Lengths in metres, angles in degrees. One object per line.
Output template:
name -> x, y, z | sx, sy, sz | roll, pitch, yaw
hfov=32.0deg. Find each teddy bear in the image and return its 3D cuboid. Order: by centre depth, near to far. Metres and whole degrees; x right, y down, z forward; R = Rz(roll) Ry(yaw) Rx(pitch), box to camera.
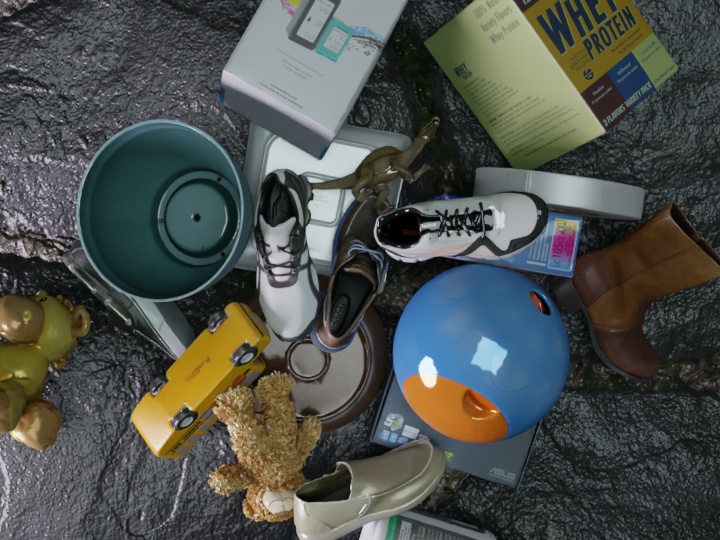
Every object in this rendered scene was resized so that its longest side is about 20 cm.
teddy bear -> -0.108, 0.214, 1.477 | 0.144, 0.067, 0.202 | -6, 109, -34

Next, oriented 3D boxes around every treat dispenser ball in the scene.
treat dispenser ball -> 0.136, 0.093, 1.416 | 0.199, 0.201, 0.203 | 0, 92, -6

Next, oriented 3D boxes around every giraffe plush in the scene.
giraffe plush -> -0.384, 0.098, 1.432 | 0.172, 0.200, 0.163 | 24, 84, 18

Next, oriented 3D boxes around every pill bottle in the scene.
pill bottle -> 0.099, 0.356, 1.515 | 0.198, 0.113, 0.114 | 18, 90, -5

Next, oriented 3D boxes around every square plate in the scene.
square plate -> -0.050, -0.086, 1.527 | 0.198, 0.028, 0.200 | 10, 91, -6

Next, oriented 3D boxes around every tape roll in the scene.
tape roll -> 0.231, -0.089, 1.468 | 0.201, 0.203, 0.037 | 8, 92, -6

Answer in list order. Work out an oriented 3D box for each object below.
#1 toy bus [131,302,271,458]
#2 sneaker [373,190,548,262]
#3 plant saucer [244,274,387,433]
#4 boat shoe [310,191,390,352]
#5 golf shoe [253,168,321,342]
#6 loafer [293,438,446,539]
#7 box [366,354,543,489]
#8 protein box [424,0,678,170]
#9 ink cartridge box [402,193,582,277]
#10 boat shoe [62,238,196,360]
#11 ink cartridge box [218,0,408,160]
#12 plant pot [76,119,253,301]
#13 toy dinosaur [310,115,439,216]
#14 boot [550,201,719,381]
toy bus -> -0.180, 0.130, 1.467 | 0.200, 0.078, 0.065 | -47, 62, 12
sneaker -> 0.107, -0.045, 1.372 | 0.198, 0.080, 0.074 | -10, 82, 20
plant saucer -> -0.064, 0.106, 1.521 | 0.198, 0.034, 0.202 | -1, 98, -4
boat shoe -> 0.000, 0.000, 1.473 | 0.072, 0.072, 0.202 | 18, 79, -11
golf shoe -> -0.093, -0.018, 1.431 | 0.077, 0.094, 0.202 | -7, 82, 12
loafer -> 0.008, 0.252, 1.468 | 0.199, 0.076, 0.069 | -29, 122, -5
box -> 0.124, 0.163, 1.542 | 0.198, 0.051, 0.159 | 20, 89, -6
protein box -> 0.215, -0.249, 1.447 | 0.135, 0.198, 0.201 | -39, 96, -24
ink cartridge box -> 0.148, -0.044, 1.493 | 0.198, 0.136, 0.077 | 8, 91, -6
boat shoe -> -0.271, 0.041, 1.493 | 0.064, 0.071, 0.200 | -39, 96, 11
ink cartridge box -> -0.053, -0.261, 1.446 | 0.145, 0.147, 0.201 | 29, 80, -4
plant pot -> -0.207, -0.064, 1.445 | 0.198, 0.134, 0.202 | 0, 88, 14
toy dinosaur -> 0.014, -0.109, 1.479 | 0.199, 0.102, 0.058 | -23, 131, 8
boot -> 0.355, 0.029, 1.493 | 0.199, 0.068, 0.189 | -32, 98, 41
